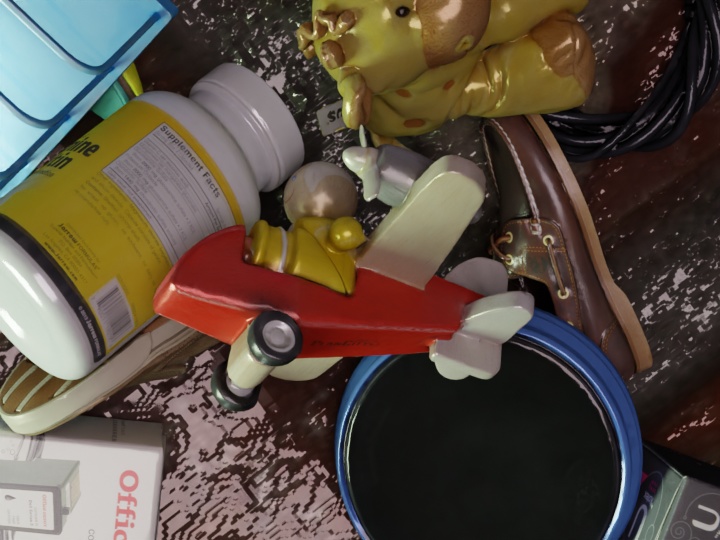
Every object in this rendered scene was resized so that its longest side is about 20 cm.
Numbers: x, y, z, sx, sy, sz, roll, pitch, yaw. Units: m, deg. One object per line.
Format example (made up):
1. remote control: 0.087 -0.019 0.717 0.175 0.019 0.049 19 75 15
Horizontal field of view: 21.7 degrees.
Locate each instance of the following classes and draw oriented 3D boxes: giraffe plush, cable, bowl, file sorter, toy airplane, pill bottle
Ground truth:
1. giraffe plush: 0.031 -0.151 1.109 0.200 0.162 0.173 -38 73 11
2. cable: 0.158 -0.168 1.199 0.162 0.051 0.201 21 93 -8
3. bowl: 0.078 0.120 1.190 0.199 0.039 0.202 3 104 12
4. file sorter: -0.234 -0.115 1.084 0.139 0.123 0.200 44 119 -8
5. toy airplane: 0.000 0.000 1.087 0.199 0.199 0.142 -21 65 14
6. pill bottle: -0.131 -0.035 1.114 0.200 0.112 0.112 -41 99 -25

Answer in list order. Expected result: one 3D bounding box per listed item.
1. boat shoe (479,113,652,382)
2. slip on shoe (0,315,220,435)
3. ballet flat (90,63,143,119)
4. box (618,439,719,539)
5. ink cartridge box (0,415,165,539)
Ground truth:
1. boat shoe: 0.119 -0.009 1.199 0.070 0.070 0.201 -26 98 -7
2. slip on shoe: -0.131 0.045 1.162 0.200 0.076 0.061 -41 126 -25
3. ballet flat: -0.198 -0.176 1.157 0.200 0.067 0.067 39 61 -7
4. box: 0.263 0.198 1.208 0.199 0.122 0.107 20 93 -8
5. ink cartridge box: -0.226 0.163 1.170 0.199 0.084 0.147 6 94 -7
